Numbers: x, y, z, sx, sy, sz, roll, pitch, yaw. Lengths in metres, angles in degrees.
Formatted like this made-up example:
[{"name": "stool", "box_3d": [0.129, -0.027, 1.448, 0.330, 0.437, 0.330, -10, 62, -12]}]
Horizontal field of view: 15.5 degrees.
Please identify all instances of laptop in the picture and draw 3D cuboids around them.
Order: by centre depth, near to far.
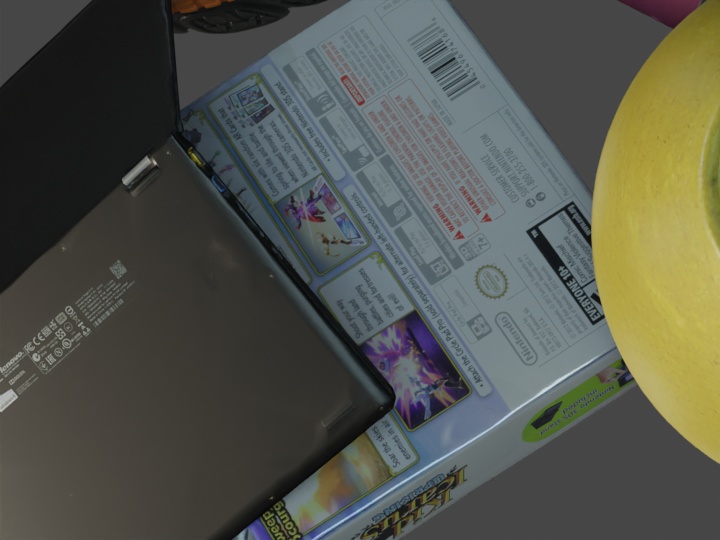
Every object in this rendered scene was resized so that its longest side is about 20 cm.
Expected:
[{"name": "laptop", "box_3d": [-0.098, 0.012, 1.042, 0.187, 0.116, 0.200, -40, 90, 25]}]

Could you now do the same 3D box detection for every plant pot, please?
[{"name": "plant pot", "box_3d": [0.169, -0.022, 0.886, 0.199, 0.142, 0.201, -1, 84, 11]}]

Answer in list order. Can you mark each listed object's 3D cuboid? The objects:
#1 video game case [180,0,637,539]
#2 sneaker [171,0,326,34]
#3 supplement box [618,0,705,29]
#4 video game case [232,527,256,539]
[{"name": "video game case", "box_3d": [0.000, 0.000, 1.053, 0.181, 0.045, 0.200, -32, 61, -3]}, {"name": "sneaker", "box_3d": [-0.021, -0.164, 1.097, 0.199, 0.076, 0.092, -18, 78, 2]}, {"name": "supplement box", "box_3d": [0.119, -0.211, 1.010, 0.130, 0.103, 0.200, 28, 56, 6]}, {"name": "video game case", "box_3d": [-0.143, 0.172, 1.077, 0.199, 0.023, 0.183, 5, 89, 17]}]
